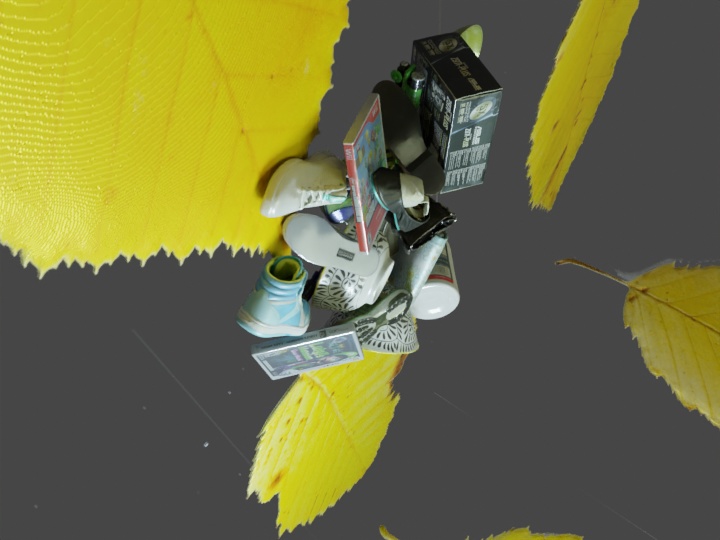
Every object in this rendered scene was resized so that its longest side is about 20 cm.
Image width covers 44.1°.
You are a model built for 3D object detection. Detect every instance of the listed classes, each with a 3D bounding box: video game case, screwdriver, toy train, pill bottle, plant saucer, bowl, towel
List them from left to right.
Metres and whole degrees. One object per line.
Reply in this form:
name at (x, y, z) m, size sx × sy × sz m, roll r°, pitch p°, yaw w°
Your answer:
video game case at (-0.090, 0.147, 1.586) m, size 0.180 × 0.024 × 0.200 m, roll -13°, pitch 160°, yaw 0°
screwdriver at (-0.069, -0.011, 1.604) m, size 0.201 × 0.029 × 0.028 m, roll -61°, pitch 165°, yaw -24°
bowl at (0.000, 0.000, 1.606) m, size 0.202 × 0.094 × 0.201 m, roll -61°, pitch 173°, yaw -12°
video game case at (0.013, -0.146, 1.353) m, size 0.143 × 0.017 × 0.201 m, roll -66°, pitch 155°, yaw -46°
bowl at (0.029, 0.091, 1.789) m, size 0.200 × 0.199 × 0.095 m, roll -17°, pitch 119°, yaw -65°
toy train at (0.069, -0.261, 1.486) m, size 0.042 × 0.056 × 0.201 m, roll -46°, pitch 160°, yaw -35°
towel at (0.101, -0.046, 1.778) m, size 0.200 × 0.048 × 0.172 m, roll -112°, pitch -141°, yaw -55°
pill bottle at (0.138, -0.009, 1.881) m, size 0.120 × 0.118 × 0.201 m, roll 102°, pitch -13°, yaw -48°
plant saucer at (0.157, -0.357, 1.614) m, size 0.200 × 0.031 × 0.201 m, roll -51°, pitch 161°, yaw -25°

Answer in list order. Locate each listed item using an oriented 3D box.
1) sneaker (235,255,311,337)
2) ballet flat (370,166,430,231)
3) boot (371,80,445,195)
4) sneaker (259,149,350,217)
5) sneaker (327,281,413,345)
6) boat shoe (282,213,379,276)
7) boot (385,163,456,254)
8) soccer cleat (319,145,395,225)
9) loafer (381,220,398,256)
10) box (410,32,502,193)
sneaker at (-0.113, 0.036, 1.446) m, size 0.131 × 0.079 × 0.200 m, roll -61°, pitch 164°, yaw 13°
ballet flat at (0.070, -0.118, 1.400) m, size 0.200 × 0.068 × 0.069 m, roll 44°, pitch 38°, yaw -70°
boot at (0.064, -0.212, 1.439) m, size 0.073 × 0.201 × 0.075 m, roll -33°, pitch -160°, yaw -13°
sneaker at (-0.065, -0.119, 1.292) m, size 0.200 × 0.088 × 0.076 m, roll -38°, pitch 154°, yaw -51°
sneaker at (0.001, 0.080, 1.688) m, size 0.199 × 0.089 × 0.077 m, roll -26°, pitch 139°, yaw -26°
boat shoe at (-0.058, -0.040, 1.435) m, size 0.199 × 0.065 × 0.074 m, roll 30°, pitch 86°, yaw -40°
boot at (0.101, -0.132, 1.556) m, size 0.200 × 0.174 × 0.069 m, roll -44°, pitch 151°, yaw -16°
soccer cleat at (-0.002, -0.163, 1.446) m, size 0.201 × 0.064 × 0.084 m, roll -57°, pitch 137°, yaw -29°
loafer at (0.054, -0.064, 1.758) m, size 0.075 × 0.069 × 0.201 m, roll -38°, pitch 154°, yaw -50°
box at (0.147, -0.261, 1.471) m, size 0.085 × 0.164 × 0.201 m, roll -15°, pitch 141°, yaw -16°
